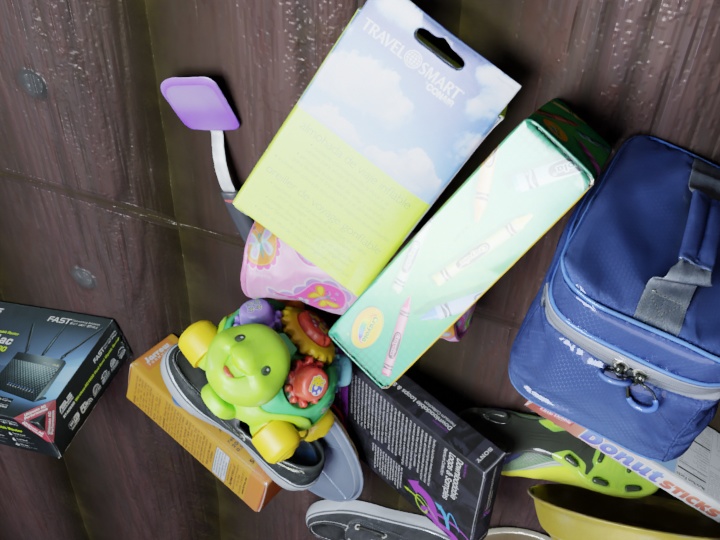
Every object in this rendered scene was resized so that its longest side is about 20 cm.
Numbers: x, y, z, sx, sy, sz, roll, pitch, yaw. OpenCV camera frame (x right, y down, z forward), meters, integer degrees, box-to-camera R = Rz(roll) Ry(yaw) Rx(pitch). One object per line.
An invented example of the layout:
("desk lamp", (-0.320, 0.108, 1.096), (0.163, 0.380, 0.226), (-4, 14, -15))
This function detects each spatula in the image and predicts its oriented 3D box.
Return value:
("spatula", (-0.116, -0.084, 0.809), (0.056, 0.021, 0.200), (4, 134, 22))

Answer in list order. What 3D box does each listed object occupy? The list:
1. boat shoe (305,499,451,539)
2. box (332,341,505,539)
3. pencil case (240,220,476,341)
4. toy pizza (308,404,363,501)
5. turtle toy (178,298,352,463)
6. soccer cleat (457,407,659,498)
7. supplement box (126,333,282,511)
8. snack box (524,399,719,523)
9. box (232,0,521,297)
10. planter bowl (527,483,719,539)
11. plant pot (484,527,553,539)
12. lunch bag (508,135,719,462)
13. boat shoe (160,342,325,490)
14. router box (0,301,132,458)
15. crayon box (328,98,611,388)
("boat shoe", (0.018, 0.323, 1.118), (0.199, 0.066, 0.070), (6, 135, 23))
("box", (0.046, 0.163, 0.907), (0.200, 0.036, 0.143), (38, 146, 29))
("pencil case", (0.000, 0.000, 0.788), (0.199, 0.088, 0.088), (11, 137, 17))
("toy pizza", (-0.067, 0.160, 0.996), (0.200, 0.032, 0.201), (33, 146, 26))
("turtle toy", (-0.078, 0.082, 0.824), (0.101, 0.200, 0.146), (-43, 80, 18))
("soccer cleat", (0.182, 0.171, 0.893), (0.199, 0.065, 0.084), (10, 159, 16))
("supplement box", (-0.156, 0.159, 1.004), (0.200, 0.067, 0.069), (36, 141, 17))
("snack box", (0.236, 0.134, 0.805), (0.200, 0.072, 0.024), (31, 139, -4))
("box", (0.010, -0.091, 0.673), (0.122, 0.048, 0.200), (36, 118, -3))
("planter bowl", (0.241, 0.249, 0.827), (0.200, 0.084, 0.200), (9, 177, 0))
("plant pot", (0.173, 0.418, 1.057), (0.200, 0.201, 0.184), (9, 146, 20))
("lunch bag", (0.188, 0.013, 0.611), (0.136, 0.200, 0.133), (25, 137, 11))
("boat shoe", (-0.112, 0.136, 0.938), (0.200, 0.069, 0.057), (40, 145, 3))
("router box", (-0.381, 0.114, 1.054), (0.199, 0.150, 0.062), (7, 135, 21))
("crayon box", (0.075, -0.021, 0.642), (0.058, 0.119, 0.200), (44, 115, 3))
